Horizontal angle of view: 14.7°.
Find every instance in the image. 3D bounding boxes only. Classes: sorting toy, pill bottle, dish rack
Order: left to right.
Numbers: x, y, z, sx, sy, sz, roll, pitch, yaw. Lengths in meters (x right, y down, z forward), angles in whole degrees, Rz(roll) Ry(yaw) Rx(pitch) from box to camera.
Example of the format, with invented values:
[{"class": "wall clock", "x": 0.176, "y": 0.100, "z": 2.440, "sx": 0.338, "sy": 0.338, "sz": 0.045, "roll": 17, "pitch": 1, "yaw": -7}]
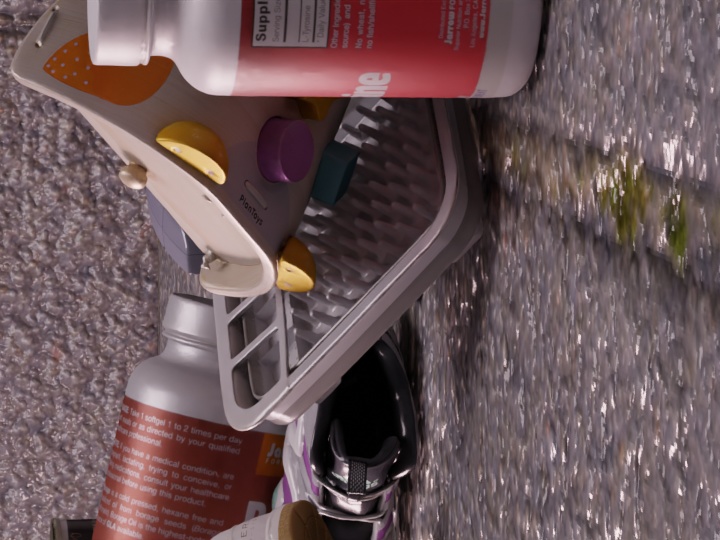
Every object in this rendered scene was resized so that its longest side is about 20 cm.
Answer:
[{"class": "pill bottle", "x": -0.096, "y": 0.120, "z": 1.688, "sx": 0.112, "sy": 0.111, "sz": 0.201, "roll": -154, "pitch": 77, "yaw": -81}, {"class": "sorting toy", "x": -0.047, "y": -0.105, "z": 1.388, "sx": 0.181, "sy": 0.106, "sz": 0.200, "roll": -60, "pitch": -39, "yaw": -17}, {"class": "pill bottle", "x": -0.023, "y": -0.135, "z": 1.267, "sx": 0.112, "sy": 0.199, "sz": 0.113, "roll": 180, "pitch": 90, "yaw": -82}, {"class": "dish rack", "x": -0.003, "y": -0.022, "z": 1.448, "sx": 0.200, "sy": 0.043, "sz": 0.172, "roll": -47, "pitch": 33, "yaw": 32}]

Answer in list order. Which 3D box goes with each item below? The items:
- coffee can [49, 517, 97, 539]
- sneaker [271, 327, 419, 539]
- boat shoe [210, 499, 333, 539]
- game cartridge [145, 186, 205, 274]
[{"class": "coffee can", "x": -0.102, "y": 0.233, "z": 1.821, "sx": 0.146, "sy": 0.199, "sz": 0.147, "roll": 179, "pitch": 90, "yaw": -81}, {"class": "sneaker", "x": -0.008, "y": 0.124, "z": 1.595, "sx": 0.140, "sy": 0.077, "sz": 0.201, "roll": -138, "pitch": 48, "yaw": -80}, {"class": "boat shoe", "x": -0.028, "y": 0.212, "z": 1.550, "sx": 0.071, "sy": 0.069, "sz": 0.201, "roll": -76, "pitch": -32, "yaw": -55}, {"class": "game cartridge", "x": -0.079, "y": -0.059, "z": 1.889, "sx": 0.200, "sy": 0.132, "sz": 0.041, "roll": -107, "pitch": 11, "yaw": -62}]
